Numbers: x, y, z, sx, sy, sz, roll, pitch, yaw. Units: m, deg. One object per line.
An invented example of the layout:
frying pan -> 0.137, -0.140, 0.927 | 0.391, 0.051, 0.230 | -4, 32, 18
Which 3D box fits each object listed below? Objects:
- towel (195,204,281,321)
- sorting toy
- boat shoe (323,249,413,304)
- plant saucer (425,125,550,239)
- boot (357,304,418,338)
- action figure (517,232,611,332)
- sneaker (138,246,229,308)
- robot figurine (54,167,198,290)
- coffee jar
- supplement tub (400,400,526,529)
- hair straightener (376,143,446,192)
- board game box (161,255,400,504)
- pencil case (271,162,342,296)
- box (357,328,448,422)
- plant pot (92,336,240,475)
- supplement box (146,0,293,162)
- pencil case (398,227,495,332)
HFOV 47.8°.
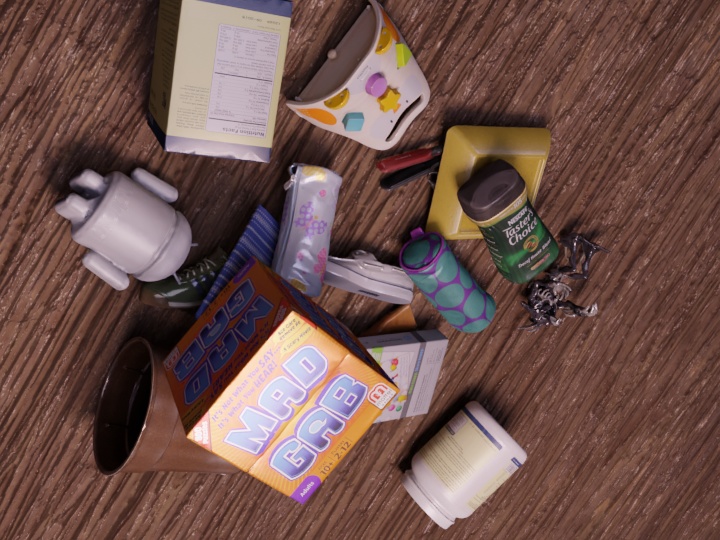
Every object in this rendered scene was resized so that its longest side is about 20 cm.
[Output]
towel -> -0.160, 0.023, 1.214 | 0.145, 0.024, 0.200 | 50, 57, -45
sorting toy -> 0.025, -0.267, 1.213 | 0.200, 0.107, 0.180 | -52, 138, 4
boat shoe -> 0.000, 0.000, 1.316 | 0.200, 0.074, 0.065 | 20, 73, -31
plant saucer -> 0.218, -0.132, 1.329 | 0.200, 0.048, 0.200 | -3, 121, -26
boot -> 0.003, 0.113, 1.354 | 0.200, 0.068, 0.188 | -30, 118, -9
action figure -> 0.361, 0.035, 1.446 | 0.119, 0.102, 0.200 | 21, 100, -39
sneaker -> -0.229, 0.005, 1.224 | 0.200, 0.067, 0.090 | 2, 109, -28
robot figurine -> -0.320, -0.059, 1.133 | 0.200, 0.113, 0.170 | 35, 70, -29
coffee jar -> 0.233, -0.077, 1.285 | 0.104, 0.085, 0.200 | -39, 128, -1
supplement tub -> 0.185, 0.352, 1.475 | 0.200, 0.145, 0.145 | -44, 119, 0
hair straightener -> 0.121, -0.169, 1.313 | 0.200, 0.041, 0.077 | -23, 129, -17
board game box -> -0.111, 0.141, 1.088 | 0.200, 0.200, 0.200 | 39, 92, -29
pencil case -> -0.084, -0.059, 1.210 | 0.091, 0.083, 0.200 | 13, 87, -67
box -> 0.042, 0.181, 1.366 | 0.200, 0.041, 0.156 | -2, 118, -32
plant pot -> -0.269, 0.221, 1.228 | 0.198, 0.200, 0.200 | 20, 102, -34
supplement box -> -0.190, -0.263, 1.055 | 0.134, 0.200, 0.200 | 4, 108, -22
pencil case -> 0.146, 0.021, 1.351 | 0.085, 0.093, 0.200 | -23, 133, 23
